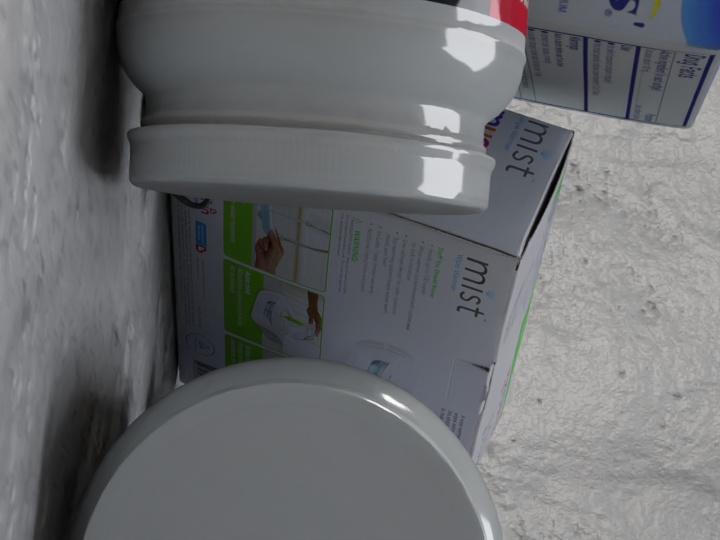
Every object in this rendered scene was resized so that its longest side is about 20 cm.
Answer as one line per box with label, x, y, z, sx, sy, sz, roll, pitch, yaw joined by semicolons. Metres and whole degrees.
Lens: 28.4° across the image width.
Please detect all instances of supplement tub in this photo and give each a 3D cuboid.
supplement tub;-0.026;0.106;0.509;0.200;0.145;0.146;108;-14;-82
supplement tub;-0.010;-0.124;0.485;0.140;0.140;0.200;176;-82;-89

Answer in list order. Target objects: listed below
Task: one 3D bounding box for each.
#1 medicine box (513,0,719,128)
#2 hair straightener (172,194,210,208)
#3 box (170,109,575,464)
medicine box;0.071;-0.144;0.649;0.182;0.200;0.103;22;80;-80
hair straightener;-0.061;-0.126;0.600;0.077;0.041;0.200;-100;-166;-85
box;0.000;0.000;0.734;0.200;0.176;0.097;95;17;-50
